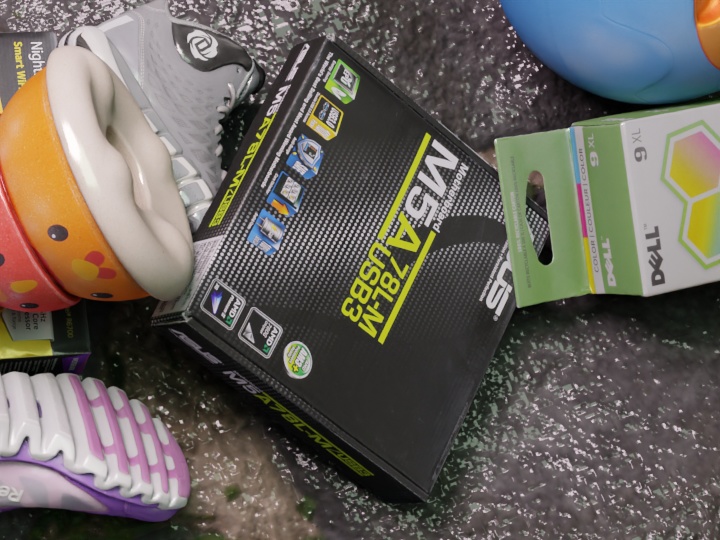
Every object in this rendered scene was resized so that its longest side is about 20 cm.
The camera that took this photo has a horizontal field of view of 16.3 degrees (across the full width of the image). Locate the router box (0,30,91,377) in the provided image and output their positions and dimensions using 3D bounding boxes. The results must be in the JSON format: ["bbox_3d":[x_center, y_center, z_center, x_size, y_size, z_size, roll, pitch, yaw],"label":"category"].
[{"bbox_3d":[-0.239,-0.036,1.437,0.149,0.051,0.201,-4,71,-15],"label":"router box"}]

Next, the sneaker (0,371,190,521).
[{"bbox_3d":[-0.191,0.105,1.389,0.200,0.089,0.081,18,31,-27],"label":"sneaker"}]

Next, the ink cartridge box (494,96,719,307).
[{"bbox_3d":[0.184,-0.044,1.495,0.199,0.059,0.104,-11,97,-26],"label":"ink cartridge box"}]

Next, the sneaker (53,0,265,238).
[{"bbox_3d":[-0.085,-0.069,1.463,0.115,0.075,0.200,-34,102,-35],"label":"sneaker"}]

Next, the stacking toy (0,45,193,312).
[{"bbox_3d":[-0.201,-0.019,1.350,0.200,0.146,0.146,-24,75,10],"label":"stacking toy"}]

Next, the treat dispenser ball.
[{"bbox_3d":[0.176,-0.200,1.508,0.200,0.201,0.202,4,70,-11],"label":"treat dispenser ball"}]

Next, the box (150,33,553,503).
[{"bbox_3d":[0.000,0.000,1.440,0.193,0.047,0.200,38,64,-24],"label":"box"}]
